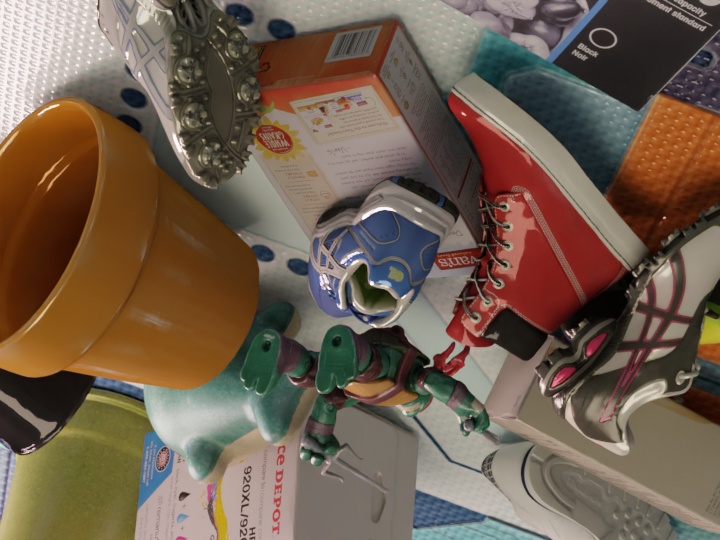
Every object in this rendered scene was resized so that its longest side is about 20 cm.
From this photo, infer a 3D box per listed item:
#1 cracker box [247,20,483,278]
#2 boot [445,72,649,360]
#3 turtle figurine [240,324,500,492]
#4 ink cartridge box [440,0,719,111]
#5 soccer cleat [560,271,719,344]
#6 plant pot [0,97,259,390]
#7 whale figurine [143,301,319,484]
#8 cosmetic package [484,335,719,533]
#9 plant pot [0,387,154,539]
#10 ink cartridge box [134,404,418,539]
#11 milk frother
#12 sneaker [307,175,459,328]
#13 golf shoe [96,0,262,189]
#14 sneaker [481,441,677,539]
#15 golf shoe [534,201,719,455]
[{"bbox_3d":[0.005,-0.077,1.437,0.133,0.058,0.201,-5,136,31],"label":"cracker box"},{"bbox_3d":[0.091,-0.028,1.390,0.144,0.072,0.200,-41,122,3],"label":"boot"},{"bbox_3d":[0.010,0.090,1.499,0.149,0.102,0.200,-24,150,27],"label":"turtle figurine"},{"bbox_3d":[0.141,-0.204,1.230,0.197,0.044,0.200,28,141,-10],"label":"ink cartridge box"},{"bbox_3d":[0.242,0.026,1.472,0.198,0.065,0.084,-5,166,23],"label":"soccer cleat"},{"bbox_3d":[-0.181,0.000,1.524,0.182,0.202,0.199,27,145,-35],"label":"plant pot"},{"bbox_3d":[-0.102,0.088,1.603,0.103,0.160,0.200,34,167,-22],"label":"whale figurine"},{"bbox_3d":[0.202,0.124,1.558,0.199,0.072,0.105,28,173,-12],"label":"cosmetic package"},{"bbox_3d":[-0.248,0.238,1.838,0.198,0.185,0.201,12,142,10],"label":"plant pot"},{"bbox_3d":[-0.071,0.203,1.719,0.199,0.149,0.144,-19,146,39],"label":"ink cartridge box"},{"bbox_3d":[-0.352,0.095,1.697,0.188,0.201,0.180,39,143,-24],"label":"milk frother"},{"bbox_3d":[0.000,0.000,1.410,0.075,0.078,0.200,26,158,-7],"label":"sneaker"},{"bbox_3d":[-0.128,-0.154,1.363,0.097,0.078,0.202,3,112,47],"label":"golf shoe"},{"bbox_3d":[0.188,0.208,1.710,0.200,0.077,0.080,44,148,-22],"label":"sneaker"},{"bbox_3d":[0.212,0.035,1.406,0.088,0.077,0.200,45,105,10],"label":"golf shoe"}]
